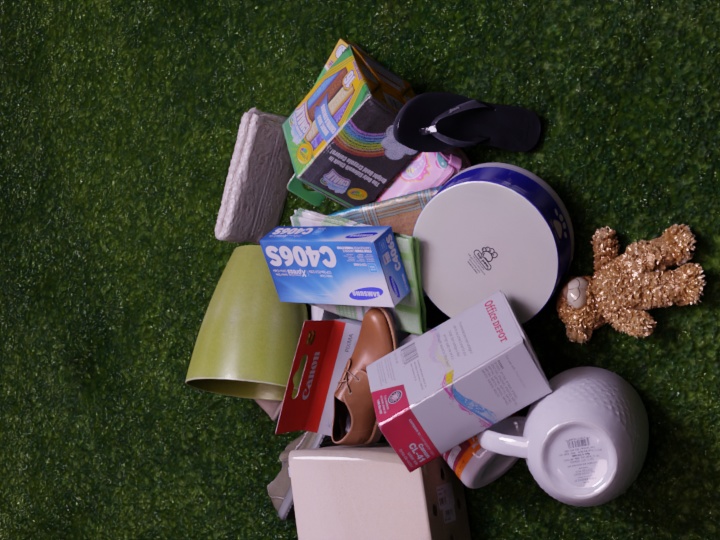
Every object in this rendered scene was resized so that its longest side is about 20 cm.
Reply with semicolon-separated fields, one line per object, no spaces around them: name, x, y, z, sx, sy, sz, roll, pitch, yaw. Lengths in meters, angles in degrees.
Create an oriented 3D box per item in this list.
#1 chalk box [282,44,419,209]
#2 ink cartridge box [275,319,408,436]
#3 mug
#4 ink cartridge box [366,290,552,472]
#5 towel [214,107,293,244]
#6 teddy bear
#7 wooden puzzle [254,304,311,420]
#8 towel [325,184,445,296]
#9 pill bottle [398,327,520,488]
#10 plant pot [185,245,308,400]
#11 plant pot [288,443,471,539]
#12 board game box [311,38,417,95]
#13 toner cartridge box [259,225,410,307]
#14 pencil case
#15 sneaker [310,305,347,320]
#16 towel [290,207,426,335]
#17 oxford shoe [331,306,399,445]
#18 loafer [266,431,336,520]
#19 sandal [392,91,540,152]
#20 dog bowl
chalk box;-0.021;-0.175;1.539;0.200;0.124;0.125;-44;39;25
ink cartridge box;-0.021;0.149;1.542;0.047;0.199;0.163;20;99;33
mug;0.236;0.198;1.327;0.197;0.175;0.150;2;95;15
ink cartridge box;0.114;0.130;1.360;0.198;0.148;0.086;-29;112;8
towel;-0.153;-0.138;1.701;0.034;0.132;0.203;21;99;31
teddy bear;0.323;0.015;1.378;0.198;0.066;0.148;-4;83;36
wooden puzzle;-0.151;0.100;1.743;0.200;0.037;0.186;42;112;31
towel;0.046;-0.026;1.540;0.197;0.022;0.149;-13;108;16
pill bottle;0.123;0.176;1.487;0.200;0.112;0.113;49;114;28
plant pot;-0.149;0.073;1.638;0.185;0.186;0.203;-5;72;36
plant pot;0.038;0.325;1.502;0.175;0.199;0.203;-12;80;26
board game box;0.006;-0.218;1.644;0.200;0.040;0.154;43;112;30
toner cartridge box;-0.036;-0.007;1.474;0.198;0.043;0.096;1;120;40
pencil case;0.064;-0.097;1.564;0.200;0.087;0.088;-49;61;22
sneaker;-0.047;0.018;1.660;0.080;0.070;0.204;0;81;45
towel;0.000;0.000;1.502;0.198;0.031;0.151;14;126;34
oxford shoe;0.002;0.142;1.494;0.071;0.070;0.203;27;114;48
loafer;-0.085;0.272;1.660;0.069;0.075;0.202;37;109;27
sandal;0.140;-0.190;1.458;0.043;0.197;0.077;-130;40;-72
dog bowl;0.167;-0.029;1.442;0.197;0.079;0.203;9;114;21
